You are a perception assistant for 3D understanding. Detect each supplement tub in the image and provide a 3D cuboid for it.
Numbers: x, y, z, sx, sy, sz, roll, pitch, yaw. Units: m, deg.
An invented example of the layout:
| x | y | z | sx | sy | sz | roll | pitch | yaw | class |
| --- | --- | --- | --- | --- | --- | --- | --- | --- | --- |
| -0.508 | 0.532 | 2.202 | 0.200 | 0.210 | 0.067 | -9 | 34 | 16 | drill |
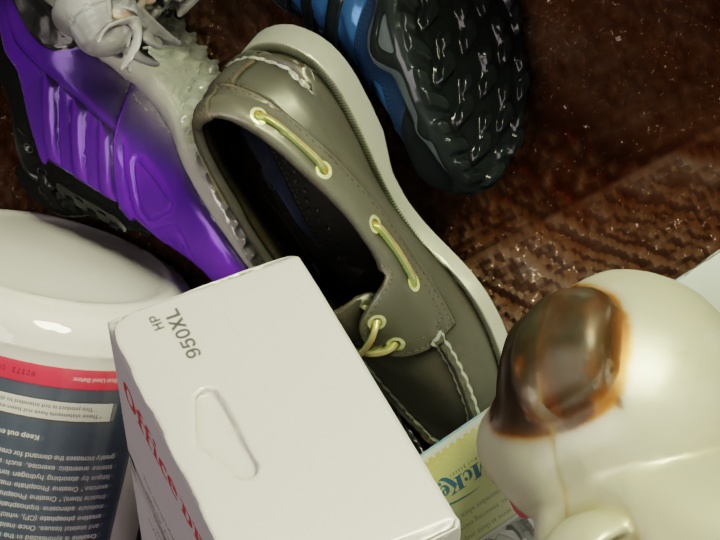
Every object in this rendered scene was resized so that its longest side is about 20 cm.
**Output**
| x | y | z | sx | sy | sz | roll | pitch | yaw | class |
| --- | --- | --- | --- | --- | --- | --- | --- | --- | --- |
| -0.158 | 0.086 | 0.897 | 0.140 | 0.140 | 0.201 | 21 | 108 | 21 | supplement tub |

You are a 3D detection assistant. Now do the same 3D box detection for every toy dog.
| x | y | z | sx | sy | sz | roll | pitch | yaw | class |
| --- | --- | --- | --- | --- | --- | --- | --- | --- | --- |
| 0.115 | 0.093 | 0.697 | 0.200 | 0.139 | 0.194 | 56 | 130 | 21 | toy dog |

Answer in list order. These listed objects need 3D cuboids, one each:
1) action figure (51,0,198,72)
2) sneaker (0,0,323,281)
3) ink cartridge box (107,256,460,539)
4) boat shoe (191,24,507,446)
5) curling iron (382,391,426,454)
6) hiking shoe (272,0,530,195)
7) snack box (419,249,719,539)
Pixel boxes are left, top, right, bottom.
| x | y | z | sx | sy | sz | roll | pitch | yaw | class |
| --- | --- | --- | --- | --- | --- | --- | --- | --- | --- |
| -0.104 | -0.168 | 0.813 | 0.069 | 0.130 | 0.201 | -11 | 64 | 8 | action figure |
| -0.099 | -0.049 | 0.889 | 0.100 | 0.069 | 0.200 | -45 | 73 | 30 | sneaker |
| -0.029 | 0.117 | 0.791 | 0.145 | 0.084 | 0.201 | 57 | 160 | 36 | ink cartridge box |
| -0.002 | 0.000 | 0.818 | 0.072 | 0.060 | 0.202 | -12 | 116 | 44 | boat shoe |
| 0.051 | 0.140 | 0.846 | 0.026 | 0.050 | 0.201 | -35 | 77 | 24 | curling iron |
| 0.003 | -0.121 | 0.831 | 0.087 | 0.074 | 0.201 | -25 | 87 | 50 | hiking shoe |
| 0.117 | 0.078 | 0.792 | 0.200 | 0.037 | 0.117 | -35 | 83 | 11 | snack box |
